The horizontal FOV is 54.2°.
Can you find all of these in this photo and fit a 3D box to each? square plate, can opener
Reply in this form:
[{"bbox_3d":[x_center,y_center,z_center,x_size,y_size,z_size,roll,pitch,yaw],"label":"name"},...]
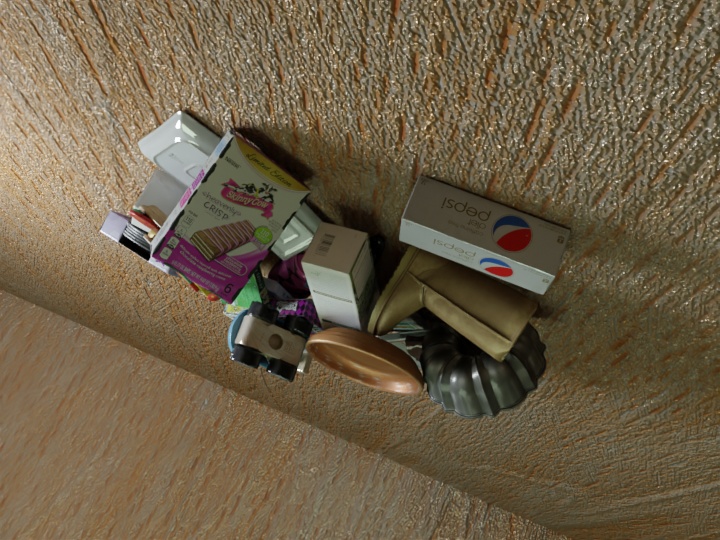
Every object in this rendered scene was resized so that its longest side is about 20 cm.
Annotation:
[{"bbox_3d":[-0.237,-0.154,1.094,0.197,0.029,0.199,35,156,-27],"label":"square plate"},{"bbox_3d":[0.000,0.000,1.150,0.078,0.064,0.200,26,159,-4],"label":"can opener"}]

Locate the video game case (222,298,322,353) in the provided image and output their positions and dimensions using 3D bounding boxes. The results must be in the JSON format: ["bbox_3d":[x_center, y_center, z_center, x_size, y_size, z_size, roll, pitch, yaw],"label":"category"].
[{"bbox_3d":[-0.119,0.104,1.273,0.179,0.036,0.200,0,154,32],"label":"video game case"}]

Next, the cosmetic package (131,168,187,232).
[{"bbox_3d":[-0.295,-0.082,1.244,0.199,0.086,0.107,31,159,-14],"label":"cosmetic package"}]

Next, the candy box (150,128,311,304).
[{"bbox_3d":[-0.181,-0.073,0.983,0.136,0.201,0.061,33,-175,-25],"label":"candy box"}]

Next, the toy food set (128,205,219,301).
[{"bbox_3d":[-0.288,-0.028,1.113,0.200,0.049,0.198,41,168,25],"label":"toy food set"}]

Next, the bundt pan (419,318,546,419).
[{"bbox_3d":[0.179,0.121,1.080,0.200,0.203,0.076,7,141,37],"label":"bundt pan"}]

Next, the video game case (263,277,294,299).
[{"bbox_3d":[-0.198,0.040,1.294,0.198,0.022,0.183,16,162,26],"label":"video game case"}]

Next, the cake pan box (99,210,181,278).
[{"bbox_3d":[-0.375,-0.038,1.357,0.183,0.053,0.200,27,180,22],"label":"cake pan box"}]

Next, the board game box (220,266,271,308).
[{"bbox_3d":[-0.215,-0.028,1.161,0.104,0.023,0.202,7,123,31],"label":"board game box"}]

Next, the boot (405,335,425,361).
[{"bbox_3d":[0.190,0.154,1.253,0.165,0.073,0.200,-5,149,34],"label":"boot"}]

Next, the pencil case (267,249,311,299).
[{"bbox_3d":[-0.101,0.005,1.240,0.093,0.091,0.200,32,160,-12],"label":"pencil case"}]

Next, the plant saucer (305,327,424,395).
[{"bbox_3d":[0.010,0.141,1.112,0.198,0.038,0.201,18,158,8],"label":"plant saucer"}]

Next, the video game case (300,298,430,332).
[{"bbox_3d":[0.011,0.084,1.285,0.197,0.024,0.182,2,166,21],"label":"video game case"}]

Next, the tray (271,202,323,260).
[{"bbox_3d":[-0.141,-0.088,1.068,0.107,0.022,0.200,-25,130,26],"label":"tray"}]

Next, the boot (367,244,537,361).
[{"bbox_3d":[0.125,0.069,1.014,0.199,0.176,0.066,33,-157,13],"label":"boot"}]

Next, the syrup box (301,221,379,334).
[{"bbox_3d":[-0.024,0.026,1.076,0.080,0.079,0.201,14,147,18],"label":"syrup box"}]

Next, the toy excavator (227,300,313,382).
[{"bbox_3d":[-0.144,0.129,1.198,0.193,0.101,0.199,25,168,-23],"label":"toy excavator"}]

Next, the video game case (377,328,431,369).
[{"bbox_3d":[0.150,0.148,1.331,0.198,0.018,0.143,-10,146,35],"label":"video game case"}]

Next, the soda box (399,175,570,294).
[{"bbox_3d":[0.151,-0.043,0.877,0.198,0.069,0.064,21,159,9],"label":"soda box"}]
